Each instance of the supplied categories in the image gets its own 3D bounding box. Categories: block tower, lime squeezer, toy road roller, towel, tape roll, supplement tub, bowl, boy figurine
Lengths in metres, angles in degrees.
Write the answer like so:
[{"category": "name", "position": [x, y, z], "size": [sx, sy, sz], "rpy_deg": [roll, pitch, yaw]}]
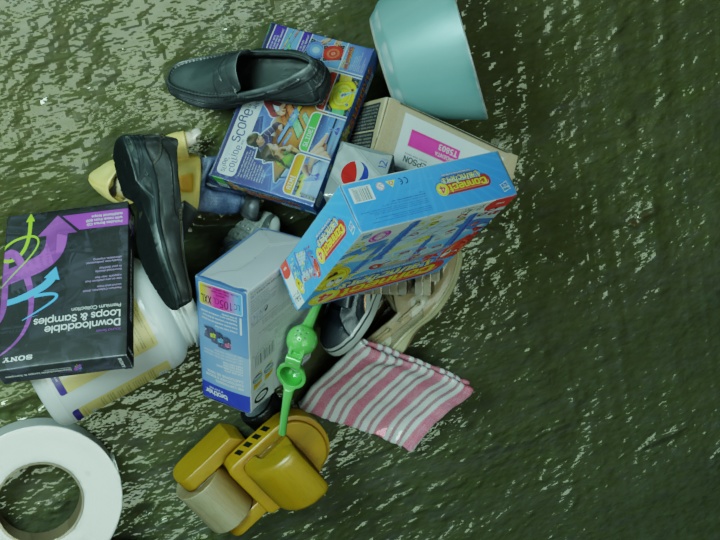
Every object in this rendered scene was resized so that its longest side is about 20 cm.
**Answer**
[{"category": "block tower", "position": [0.000, 0.000, 1.357], "size": [0.199, 0.058, 0.054], "rpy_deg": [1, 94, 9]}, {"category": "lime squeezer", "position": [-0.076, 0.103, 1.303], "size": [0.038, 0.071, 0.201], "rpy_deg": [16, 93, -7]}, {"category": "toy road roller", "position": [-0.129, 0.263, 1.424], "size": [0.200, 0.146, 0.123], "rpy_deg": [-42, 119, -5]}, {"category": "towel", "position": [0.036, 0.171, 1.497], "size": [0.199, 0.030, 0.146], "rpy_deg": [23, 124, -29]}, {"category": "tape roll", "position": [-0.394, 0.281, 1.357], "size": [0.202, 0.037, 0.204], "rpy_deg": [-3, 100, -18]}, {"category": "supplement tub", "position": [-0.291, 0.073, 1.285], "size": [0.199, 0.145, 0.146], "rpy_deg": [-29, 117, -13]}, {"category": "bowl", "position": [0.076, -0.263, 1.321], "size": [0.105, 0.201, 0.202], "rpy_deg": [-16, 116, 9]}, {"category": "boy figurine", "position": [-0.216, -0.108, 1.302], "size": [0.199, 0.064, 0.125], "rpy_deg": [5, 109, -29]}]

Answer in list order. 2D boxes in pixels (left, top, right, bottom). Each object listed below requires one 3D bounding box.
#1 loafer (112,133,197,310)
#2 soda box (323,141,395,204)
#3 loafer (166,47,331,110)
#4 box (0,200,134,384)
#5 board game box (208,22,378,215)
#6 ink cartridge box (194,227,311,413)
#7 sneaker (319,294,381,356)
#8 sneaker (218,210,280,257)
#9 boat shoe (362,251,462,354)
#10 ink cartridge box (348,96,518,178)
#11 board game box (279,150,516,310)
[{"category": "loafer", "position": [-0.212, -0.058, 1.223], "size": [0.072, 0.073, 0.201], "rpy_deg": [-14, 90, -30]}, {"category": "soda box", "position": [0.004, -0.085, 1.296], "size": [0.063, 0.200, 0.069], "rpy_deg": [16, 81, 7]}, {"category": "loafer", "position": [-0.131, -0.222, 1.243], "size": [0.070, 0.199, 0.068], "rpy_deg": [51, 46, -63]}, {"category": "box", "position": [-0.321, 0.022, 1.213], "size": [0.142, 0.201, 0.036], "rpy_deg": [-8, 150, 0]}, {"category": "board game box", "position": [-0.076, -0.177, 1.275], "size": [0.034, 0.135, 0.201], "rpy_deg": [53, 56, -71]}, {"category": "ink cartridge box", "position": [-0.122, 0.071, 1.299], "size": [0.136, 0.076, 0.201], "rpy_deg": [-41, 139, -48]}, {"category": "sneaker", "position": [-0.009, 0.009, 1.429], "size": [0.079, 0.078, 0.201], "rpy_deg": [35, 81, -34]}, {"category": "sneaker", "position": [-0.136, 0.019, 1.389], "size": [0.087, 0.074, 0.201], "rpy_deg": [5, 113, -38]}, {"category": "boat shoe", "position": [0.061, 0.041, 1.473], "size": [0.064, 0.071, 0.200], "rpy_deg": [33, 94, -30]}, {"category": "ink cartridge box", "position": [0.062, -0.134, 1.353], "size": [0.199, 0.165, 0.075], "rpy_deg": [20, 81, -28]}, {"category": "board game box", "position": [0.037, -0.041, 1.191], "size": [0.199, 0.196, 0.056], "rpy_deg": [-15, 72, -29]}]
